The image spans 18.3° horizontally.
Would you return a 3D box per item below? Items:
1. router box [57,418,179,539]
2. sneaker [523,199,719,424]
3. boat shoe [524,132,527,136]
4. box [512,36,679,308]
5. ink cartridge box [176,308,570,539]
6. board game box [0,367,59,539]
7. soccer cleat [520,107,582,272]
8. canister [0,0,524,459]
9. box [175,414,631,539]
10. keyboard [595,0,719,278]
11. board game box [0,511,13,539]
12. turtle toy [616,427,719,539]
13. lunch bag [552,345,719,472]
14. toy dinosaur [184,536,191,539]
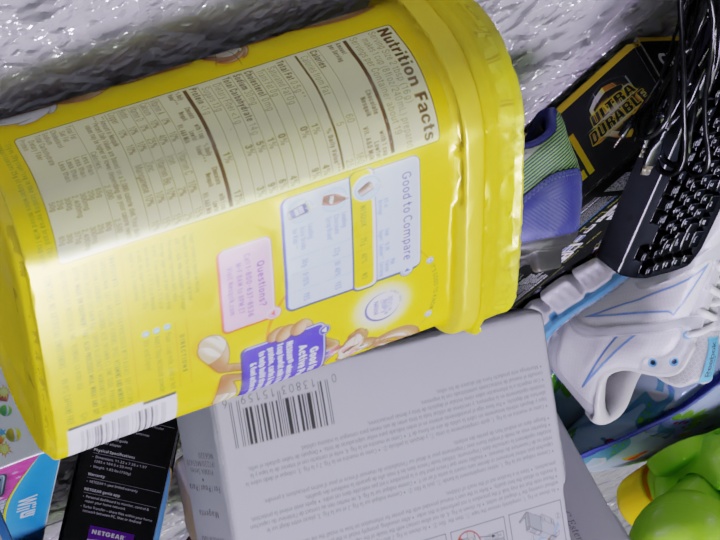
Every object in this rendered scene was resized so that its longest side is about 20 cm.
[{"bbox_3d":[-0.136,0.161,1.174,0.051,0.150,0.200,13,155,-4],"label":"router box"},{"bbox_3d":[0.171,0.009,1.144,0.075,0.087,0.200,-7,151,-45],"label":"sneaker"},{"bbox_3d":[0.000,0.000,1.052,0.199,0.072,0.065,-29,160,-8],"label":"boat shoe"},{"bbox_3d":[0.131,-0.044,1.152,0.159,0.049,0.200,-11,155,-48],"label":"box"},{"bbox_3d":[0.015,0.121,1.091,0.199,0.175,0.043,-12,-174,-34],"label":"ink cartridge box"},{"bbox_3d":[-0.243,0.112,1.024,0.199,0.064,0.148,-21,162,-20],"label":"board game box"},{"bbox_3d":[0.001,-0.035,0.984,0.199,0.084,0.065,-4,-175,-13],"label":"soccer cleat"},{"bbox_3d":[-0.044,-0.019,0.865,0.199,0.087,0.149,-19,136,-18],"label":"canister"},{"bbox_3d":[0.022,0.142,1.211,0.199,0.153,0.106,-23,157,-11],"label":"box"},{"bbox_3d":[0.167,-0.074,1.016,0.104,0.040,0.201,-9,129,-41],"label":"keyboard"},{"bbox_3d":[-0.253,0.192,1.036,0.195,0.056,0.200,-20,162,-19],"label":"board game box"},{"bbox_3d":[0.227,0.137,1.314,0.199,0.101,0.146,-7,155,-41],"label":"turtle toy"},{"bbox_3d":[0.184,0.055,1.373,0.200,0.128,0.170,-47,156,23],"label":"lunch bag"},{"bbox_3d":[-0.090,0.178,1.312,0.200,0.086,0.136,-56,171,-25],"label":"toy dinosaur"}]
